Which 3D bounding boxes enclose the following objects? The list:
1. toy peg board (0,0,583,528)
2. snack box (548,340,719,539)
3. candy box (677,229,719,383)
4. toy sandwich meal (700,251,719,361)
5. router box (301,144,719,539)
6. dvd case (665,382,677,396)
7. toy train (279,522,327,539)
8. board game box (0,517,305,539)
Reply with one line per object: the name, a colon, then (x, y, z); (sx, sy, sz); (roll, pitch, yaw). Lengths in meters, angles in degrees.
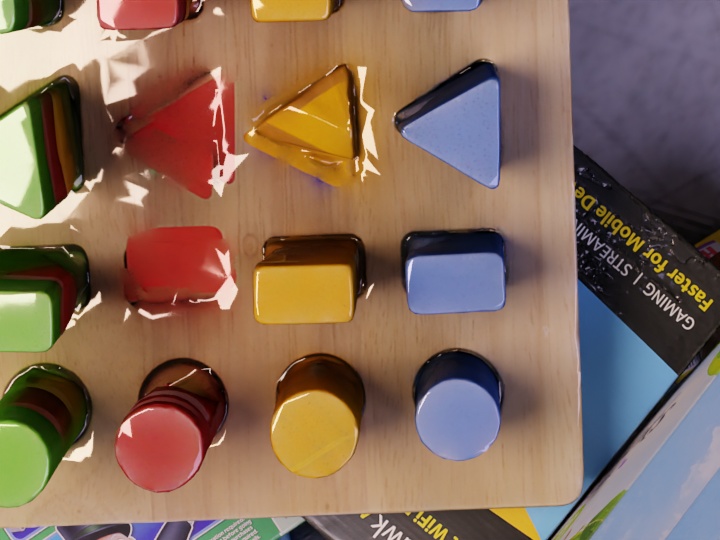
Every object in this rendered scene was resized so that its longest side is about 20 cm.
toy peg board: (-0.036, -0.018, 0.832); (0.199, 0.098, 0.200); (-2, 99, 3)
snack box: (0.089, 0.105, 0.926); (0.169, 0.068, 0.200); (-48, 177, -28)
candy box: (0.162, 0.022, 1.145); (0.200, 0.026, 0.102); (-29, 133, -13)
toy sandwich meal: (0.202, 0.065, 1.062); (0.070, 0.205, 0.205); (-45, 133, 3)
router box: (0.000, 0.000, 0.922); (0.200, 0.051, 0.149); (40, 84, -4)
dvd case: (0.114, 0.131, 1.163); (0.146, 0.022, 0.200); (-44, 140, 5)
toy train: (-0.005, 0.078, 1.037); (0.200, 0.087, 0.114); (-35, 138, -9)
board game box: (-0.049, 0.023, 0.955); (0.200, 0.029, 0.135); (-33, 90, -10)
